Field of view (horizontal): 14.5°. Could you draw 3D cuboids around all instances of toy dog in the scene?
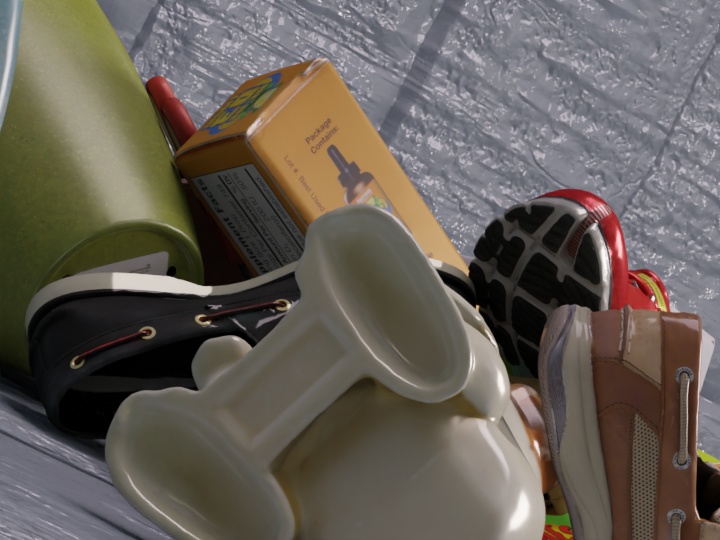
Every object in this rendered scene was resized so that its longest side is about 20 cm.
[{"bbox_3d":[0.021,0.073,1.094,0.194,0.140,0.200,38,2,10],"label":"toy dog"}]

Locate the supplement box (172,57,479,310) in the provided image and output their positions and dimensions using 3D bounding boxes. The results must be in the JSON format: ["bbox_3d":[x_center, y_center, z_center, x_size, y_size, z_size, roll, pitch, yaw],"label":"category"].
[{"bbox_3d":[0.000,0.000,1.338,0.069,0.067,0.200,-8,-59,50],"label":"supplement box"}]

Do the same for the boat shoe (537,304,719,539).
[{"bbox_3d":[0.119,0.105,1.099,0.072,0.201,0.076,-9,25,9],"label":"boat shoe"}]

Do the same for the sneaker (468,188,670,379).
[{"bbox_3d":[0.103,0.020,1.284,0.077,0.085,0.200,40,-24,26],"label":"sneaker"}]

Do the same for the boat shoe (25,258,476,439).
[{"bbox_3d":[-0.043,0.036,1.232,0.201,0.074,0.063,-5,47,-13],"label":"boat shoe"}]

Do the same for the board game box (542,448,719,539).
[{"bbox_3d":[0.133,0.138,1.270,0.101,0.048,0.200,27,23,24],"label":"board game box"}]

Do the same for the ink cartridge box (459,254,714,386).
[{"bbox_3d":[0.085,0.076,1.649,0.200,0.146,0.084,13,-10,30],"label":"ink cartridge box"}]

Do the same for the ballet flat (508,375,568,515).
[{"bbox_3d":[0.032,0.074,1.271,0.200,0.063,0.069,1,-55,46],"label":"ballet flat"}]

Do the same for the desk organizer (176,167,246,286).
[{"bbox_3d":[-0.101,-0.011,1.469,0.200,0.077,0.072,0,9,36],"label":"desk organizer"}]

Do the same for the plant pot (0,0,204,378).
[{"bbox_3d":[-0.161,-0.037,1.341,0.187,0.187,0.200,28,12,-46],"label":"plant pot"}]

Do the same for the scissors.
[{"bbox_3d":[-0.056,-0.003,1.380,0.200,0.014,0.073,64,-8,-13],"label":"scissors"}]

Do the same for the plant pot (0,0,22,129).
[{"bbox_3d":[-0.233,-0.099,1.039,0.196,0.200,0.196,27,1,-30],"label":"plant pot"}]
